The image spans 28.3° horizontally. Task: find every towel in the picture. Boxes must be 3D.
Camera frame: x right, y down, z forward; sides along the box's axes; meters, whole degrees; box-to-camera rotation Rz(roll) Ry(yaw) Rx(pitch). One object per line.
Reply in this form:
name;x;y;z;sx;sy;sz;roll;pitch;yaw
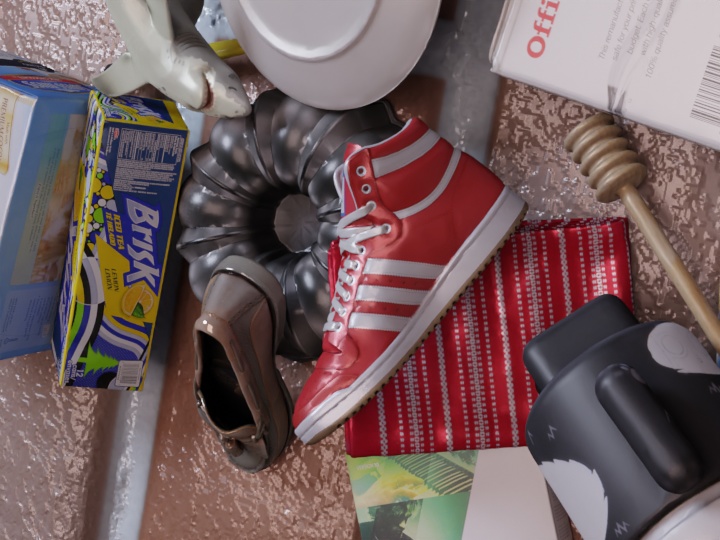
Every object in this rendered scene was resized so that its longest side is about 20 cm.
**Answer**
towel;0.080;0.042;0.917;0.197;0.022;0.147;-4;90;-1

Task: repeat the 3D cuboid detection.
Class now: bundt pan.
bundt pan;-0.044;-0.032;0.986;0.199;0.076;0.205;2;94;23

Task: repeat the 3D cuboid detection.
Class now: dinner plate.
dinner plate;-0.031;-0.200;0.900;0.198;0.024;0.203;15;114;36

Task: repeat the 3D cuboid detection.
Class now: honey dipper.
honey dipper;0.189;-0.007;0.882;0.038;0.038;0.202;-36;68;22

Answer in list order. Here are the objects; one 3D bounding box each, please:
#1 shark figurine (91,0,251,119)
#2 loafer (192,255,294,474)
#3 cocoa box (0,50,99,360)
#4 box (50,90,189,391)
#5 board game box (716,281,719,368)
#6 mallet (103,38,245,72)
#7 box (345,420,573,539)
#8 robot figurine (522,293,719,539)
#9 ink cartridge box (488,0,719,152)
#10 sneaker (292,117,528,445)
shark figurine;-0.137;-0.204;0.969;0.127;0.089;0.217;-8;105;43
loafer;-0.088;0.078;0.962;0.071;0.063;0.202;22;139;18
cocoa box;-0.273;-0.050;1.055;0.130;0.133;0.203;22;102;21
box;-0.173;-0.019;1.019;0.063;0.070;0.203;6;111;-21
board game box;0.284;0.048;0.864;0.133;0.034;0.203;4;95;24
mallet;-0.107;-0.147;1.019;0.198;0.041;0.067;-14;56;28
box;0.076;0.207;0.967;0.142;0.036;0.203;-13;86;24
robot figurine;0.171;0.113;0.828;0.125;0.149;0.201;-55;52;32
ink cartridge box;0.195;-0.158;0.865;0.198;0.085;0.148;22;102;20
sneaker;0.000;0.000;0.868;0.112;0.071;0.201;41;81;-5
